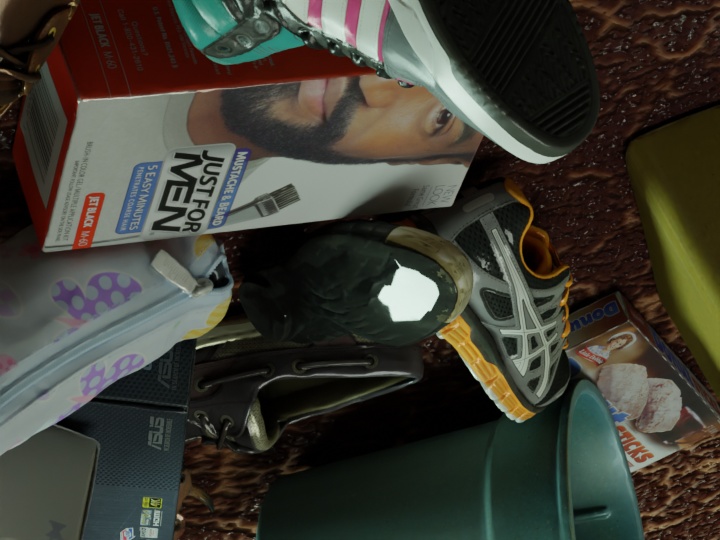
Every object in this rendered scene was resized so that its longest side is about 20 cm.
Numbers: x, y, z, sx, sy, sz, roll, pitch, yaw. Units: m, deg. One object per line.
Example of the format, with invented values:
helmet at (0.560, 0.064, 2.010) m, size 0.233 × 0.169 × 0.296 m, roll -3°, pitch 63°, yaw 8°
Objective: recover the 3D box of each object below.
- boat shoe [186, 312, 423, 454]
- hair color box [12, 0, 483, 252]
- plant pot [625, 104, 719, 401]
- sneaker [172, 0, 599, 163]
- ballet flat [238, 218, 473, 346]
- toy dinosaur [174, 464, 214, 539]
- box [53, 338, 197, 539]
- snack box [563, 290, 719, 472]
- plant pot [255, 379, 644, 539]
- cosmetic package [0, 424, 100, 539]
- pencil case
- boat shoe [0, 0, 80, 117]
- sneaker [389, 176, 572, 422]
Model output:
boat shoe at (-0.061, 0.064, 1.254) m, size 0.200 × 0.065 × 0.072 m, roll -21°, pitch 153°, yaw 4°
hair color box at (-0.044, -0.072, 1.046) m, size 0.200 × 0.064 × 0.111 m, roll -8°, pitch 148°, yaw -22°
plant pot at (0.275, 0.021, 1.252) m, size 0.195 × 0.200 × 0.194 m, roll -22°, pitch 150°, yaw 2°
sneaker at (-0.006, -0.104, 0.921) m, size 0.084 × 0.200 × 0.121 m, roll -40°, pitch 180°, yaw -38°
ballet flat at (0.000, 0.000, 1.139) m, size 0.057 × 0.067 × 0.200 m, roll -35°, pitch -168°, yaw -24°
toy dinosaur at (-0.157, 0.199, 1.406) m, size 0.135 × 0.086 × 0.200 m, roll -14°, pitch 156°, yaw -25°
box at (-0.168, 0.092, 1.205) m, size 0.157 × 0.051 × 0.200 m, roll 7°, pitch 145°, yaw -4°
snack box at (0.159, 0.070, 1.437) m, size 0.072 × 0.024 × 0.200 m, roll -26°, pitch 150°, yaw 14°
plant pot at (0.054, 0.179, 1.380) m, size 0.196 × 0.201 × 0.200 m, roll -11°, pitch 153°, yaw 16°
cosmetic package at (-0.212, 0.140, 1.169) m, size 0.105 × 0.071 × 0.200 m, roll 21°, pitch 143°, yaw -18°
pencil case at (-0.149, 0.033, 1.054) m, size 0.200 × 0.091 × 0.083 m, roll -33°, pitch 136°, yaw -37°
boat shoe at (-0.147, -0.095, 0.940) m, size 0.072 × 0.068 × 0.200 m, roll 9°, pitch 139°, yaw -40°
sneaker at (0.080, 0.017, 1.256) m, size 0.077 × 0.078 × 0.200 m, roll -34°, pitch 150°, yaw 5°
